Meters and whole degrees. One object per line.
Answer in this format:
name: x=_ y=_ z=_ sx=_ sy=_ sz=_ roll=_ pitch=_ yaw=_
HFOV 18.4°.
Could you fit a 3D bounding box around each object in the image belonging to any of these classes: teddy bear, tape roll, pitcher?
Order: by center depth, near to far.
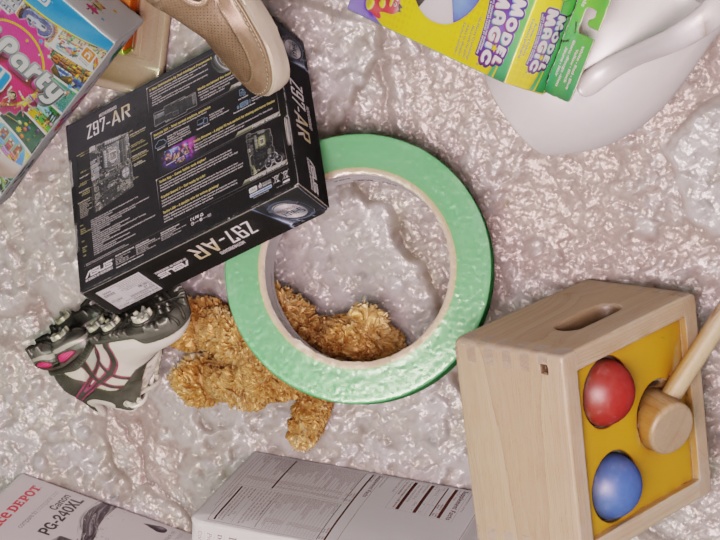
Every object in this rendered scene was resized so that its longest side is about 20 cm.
pitcher: x=0.183 y=-0.159 z=1.523 sx=0.200 sy=0.172 sz=0.121 roll=-35 pitch=101 yaw=22
tape roll: x=0.000 y=0.000 z=1.656 sx=0.200 sy=0.048 sz=0.201 roll=0 pitch=86 yaw=6
teddy bear: x=-0.065 y=0.072 z=1.728 sx=0.199 sy=0.067 sz=0.146 roll=18 pitch=113 yaw=12

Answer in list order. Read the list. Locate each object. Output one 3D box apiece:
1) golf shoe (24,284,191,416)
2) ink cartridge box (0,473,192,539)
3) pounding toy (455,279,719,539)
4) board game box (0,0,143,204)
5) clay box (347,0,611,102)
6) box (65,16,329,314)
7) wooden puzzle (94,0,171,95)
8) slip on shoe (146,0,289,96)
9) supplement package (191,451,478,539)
golf shoe: x=-0.178 y=0.060 z=1.732 sx=0.088 sy=0.077 sz=0.200 roll=53 pitch=147 yaw=-14
ink cartridge box: x=-0.224 y=0.254 z=1.790 sx=0.199 sy=0.145 sz=0.084 roll=18 pitch=112 yaw=11
pounding toy: x=0.191 y=0.089 z=1.603 sx=0.142 sy=0.200 sz=0.185 roll=8 pitch=112 yaw=44
board game box: x=-0.282 y=-0.161 z=1.696 sx=0.147 sy=0.064 sz=0.200 roll=41 pitch=119 yaw=-2
clay box: x=0.085 y=-0.200 z=1.522 sx=0.200 sy=0.047 sz=0.115 roll=30 pitch=104 yaw=45
box: x=-0.126 y=-0.078 z=1.658 sx=0.200 sy=0.044 sz=0.161 roll=-26 pitch=53 yaw=22
wooden puzzle: x=-0.228 y=-0.247 z=1.692 sx=0.184 sy=0.037 sz=0.201 roll=15 pitch=110 yaw=12
slip on shoe: x=-0.126 y=-0.203 z=1.575 sx=0.076 sy=0.061 sz=0.200 roll=-2 pitch=123 yaw=58
supplement package: x=-0.020 y=0.269 z=1.733 sx=0.199 sy=0.147 sz=0.192 roll=9 pitch=109 yaw=15
